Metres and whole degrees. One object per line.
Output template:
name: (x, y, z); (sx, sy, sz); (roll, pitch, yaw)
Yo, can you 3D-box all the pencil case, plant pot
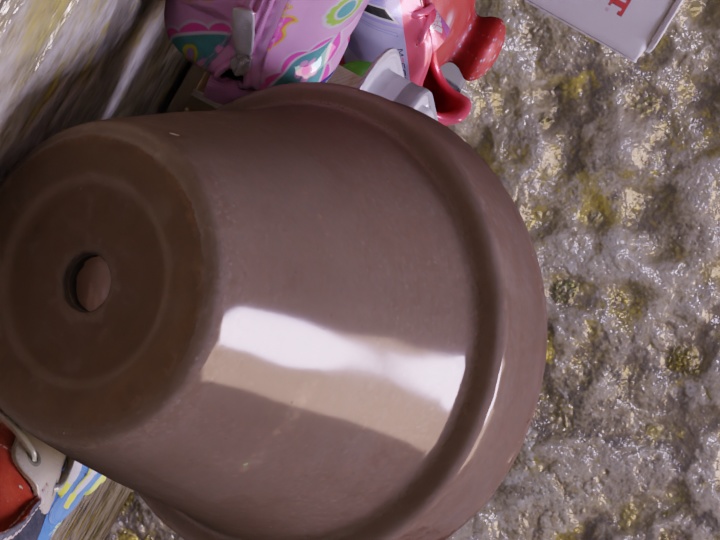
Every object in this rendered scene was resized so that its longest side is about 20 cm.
pencil case: (-0.018, -0.150, 0.765); (0.088, 0.087, 0.200); (-62, -177, -39)
plant pot: (-0.053, 0.018, 0.732); (0.174, 0.200, 0.201); (13, 109, -60)

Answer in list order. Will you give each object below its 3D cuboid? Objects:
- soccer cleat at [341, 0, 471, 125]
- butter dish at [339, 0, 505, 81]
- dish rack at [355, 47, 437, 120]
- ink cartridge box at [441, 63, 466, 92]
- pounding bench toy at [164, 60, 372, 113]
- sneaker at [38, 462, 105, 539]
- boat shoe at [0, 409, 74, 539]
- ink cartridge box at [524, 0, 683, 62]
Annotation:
soccer cleat: (0.011, -0.154, 1.084); (0.200, 0.076, 0.067); (73, 27, -47)
butter dish: (0.022, -0.171, 1.221); (0.200, 0.147, 0.200); (-60, 180, 35)
dish rack: (0.000, 0.000, 0.936); (0.172, 0.043, 0.200); (-63, 169, -11)
ink cartridge box: (0.006, -0.155, 1.693); (0.084, 0.144, 0.200); (-59, -179, 30)
pounding bench toy: (-0.050, -0.056, 1.023); (0.156, 0.124, 0.200); (-62, 180, -9)
sneaker: (-0.168, 0.109, 1.028); (0.105, 0.076, 0.200); (-61, -179, -12)
boat shoe: (-0.145, 0.071, 0.761); (0.063, 0.071, 0.200); (-60, -176, 10)
ink cartridge box: (0.080, -0.212, 0.881); (0.147, 0.200, 0.086); (-60, -179, 26)
